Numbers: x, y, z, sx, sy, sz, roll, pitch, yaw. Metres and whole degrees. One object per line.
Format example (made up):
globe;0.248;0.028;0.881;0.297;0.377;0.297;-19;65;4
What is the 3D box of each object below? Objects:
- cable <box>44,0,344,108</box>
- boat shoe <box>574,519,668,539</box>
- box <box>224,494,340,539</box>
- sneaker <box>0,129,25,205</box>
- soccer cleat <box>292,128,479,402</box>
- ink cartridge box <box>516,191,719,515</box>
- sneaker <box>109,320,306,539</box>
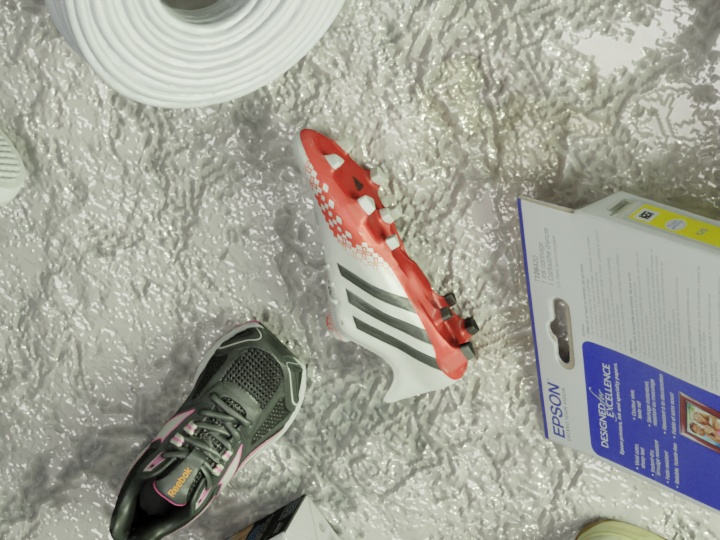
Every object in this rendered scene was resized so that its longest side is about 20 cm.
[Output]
cable;-0.095;-0.192;1.109;0.199;0.069;0.201;-8;125;-25
boat shoe;0.236;0.232;1.243;0.199;0.063;0.074;14;114;9
box;-0.090;0.265;1.352;0.199;0.060;0.117;-31;101;25
sneaker;-0.324;-0.088;1.274;0.199;0.074;0.082;31;126;11
soccer cleat;0.000;0.000;1.214;0.085;0.069;0.201;-29;106;20
ink cartridge box;0.196;0.052;1.156;0.199;0.047;0.199;24;135;42
sneaker;-0.110;0.129;1.287;0.080;0.086;0.200;33;116;-1
